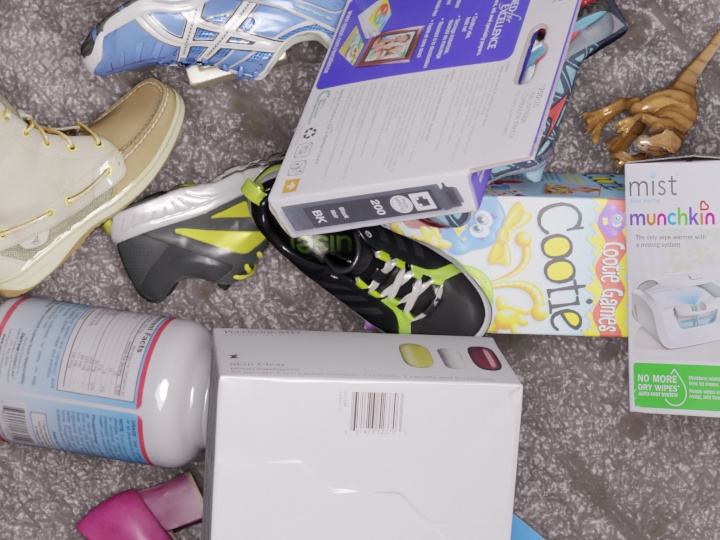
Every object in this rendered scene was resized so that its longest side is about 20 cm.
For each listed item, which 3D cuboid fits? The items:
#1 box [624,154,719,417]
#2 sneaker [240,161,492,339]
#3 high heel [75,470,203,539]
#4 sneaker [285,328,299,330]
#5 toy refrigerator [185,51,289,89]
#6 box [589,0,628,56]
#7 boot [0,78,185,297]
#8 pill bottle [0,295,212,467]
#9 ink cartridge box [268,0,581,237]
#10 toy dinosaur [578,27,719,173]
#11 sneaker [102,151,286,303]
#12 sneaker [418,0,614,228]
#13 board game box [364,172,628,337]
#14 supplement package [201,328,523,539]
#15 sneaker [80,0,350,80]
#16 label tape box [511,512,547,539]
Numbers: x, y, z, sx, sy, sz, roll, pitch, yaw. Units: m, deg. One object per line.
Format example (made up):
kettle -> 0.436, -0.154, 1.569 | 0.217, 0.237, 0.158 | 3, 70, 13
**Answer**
box -> 0.275, 0.006, 1.476 | 0.096, 0.200, 0.177 | 1, 93, 38
sneaker -> 0.000, 0.000, 1.424 | 0.200, 0.083, 0.072 | 32, 102, -7
high heel -> -0.133, 0.254, 1.543 | 0.096, 0.067, 0.201 | -23, 72, -8
sneaker -> -0.027, 0.145, 1.555 | 0.105, 0.076, 0.201 | 4, 92, -19
toy refrigerator -> -0.115, -0.241, 1.530 | 0.076, 0.070, 0.201 | -15, 92, 0
box -> 0.081, -0.220, 1.516 | 0.148, 0.104, 0.200 | -32, 92, 0
boot -> -0.230, -0.098, 1.489 | 0.200, 0.072, 0.155 | -46, 128, -12
pill bottle -> -0.169, 0.083, 1.500 | 0.199, 0.109, 0.109 | 8, 92, 14
ink cartridge box -> 0.055, -0.117, 1.361 | 0.199, 0.199, 0.043 | -8, 136, 33
toy dinosaur -> 0.225, -0.117, 1.525 | 0.106, 0.200, 0.061 | -17, 115, 29
sneaker -> -0.087, -0.034, 1.544 | 0.199, 0.074, 0.085 | -16, 98, 9
sneaker -> 0.103, -0.108, 1.440 | 0.200, 0.079, 0.096 | -40, 115, -5
board game box -> 0.103, -0.014, 1.517 | 0.199, 0.105, 0.103 | 1, 103, 0
supplement package -> -0.003, 0.129, 1.397 | 0.199, 0.111, 0.156 | 2, 104, -8
sneaker -> -0.099, -0.168, 1.464 | 0.199, 0.076, 0.077 | -16, 91, 3
label tape box -> 0.057, 0.258, 1.532 | 0.144, 0.063, 0.200 | 41, 92, -24
